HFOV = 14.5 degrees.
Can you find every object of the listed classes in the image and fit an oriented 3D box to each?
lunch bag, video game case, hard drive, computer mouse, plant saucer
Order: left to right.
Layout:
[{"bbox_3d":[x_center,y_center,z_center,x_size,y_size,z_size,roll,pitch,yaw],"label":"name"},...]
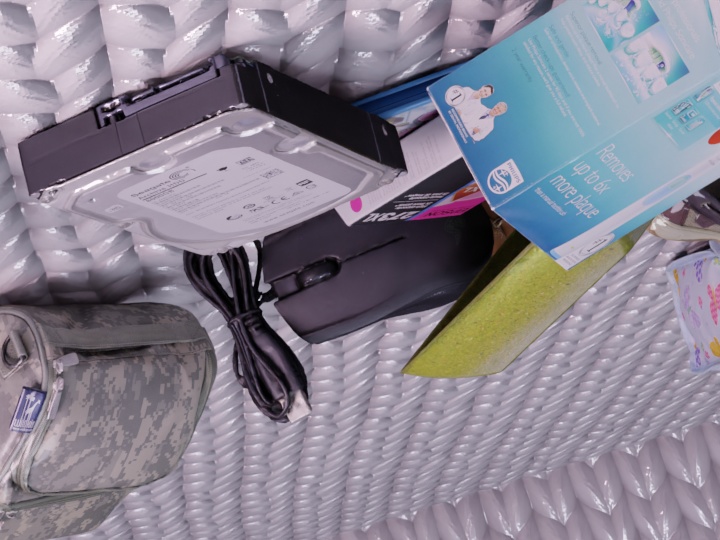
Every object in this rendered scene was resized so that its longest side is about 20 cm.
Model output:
[{"bbox_3d":[-0.208,0.089,1.887,0.168,0.139,0.200,-43,158,28],"label":"lunch bag"},{"bbox_3d":[-0.077,-0.060,1.554,0.140,0.038,0.200,-22,161,21],"label":"hard drive"},{"bbox_3d":[0.000,0.000,1.813,0.200,0.139,0.053,-25,171,-16],"label":"computer mouse"},{"bbox_3d":[0.057,-0.095,1.679,0.200,0.018,0.143,-19,169,9],"label":"video game case"},{"bbox_3d":[0.133,-0.023,1.738,0.200,0.048,0.200,-46,-178,40],"label":"plant saucer"},{"bbox_3d":[0.373,0.011,2.392,0.169,0.127,0.200,-13,178,-12],"label":"lunch bag"}]

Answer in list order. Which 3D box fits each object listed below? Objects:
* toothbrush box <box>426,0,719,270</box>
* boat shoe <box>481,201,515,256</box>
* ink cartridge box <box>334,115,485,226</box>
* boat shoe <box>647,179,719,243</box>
[{"bbox_3d":[0.157,-0.099,1.524,0.200,0.085,0.146,-32,158,10],"label":"toothbrush box"},{"bbox_3d":[0.080,-0.025,1.916,0.200,0.068,0.072,-24,165,24],"label":"boat shoe"},{"bbox_3d":[0.054,-0.064,1.700,0.095,0.037,0.200,-7,166,-41],"label":"ink cartridge box"},{"bbox_3d":[0.284,-0.057,2.071,0.200,0.072,0.065,1,164,-42],"label":"boat shoe"}]
